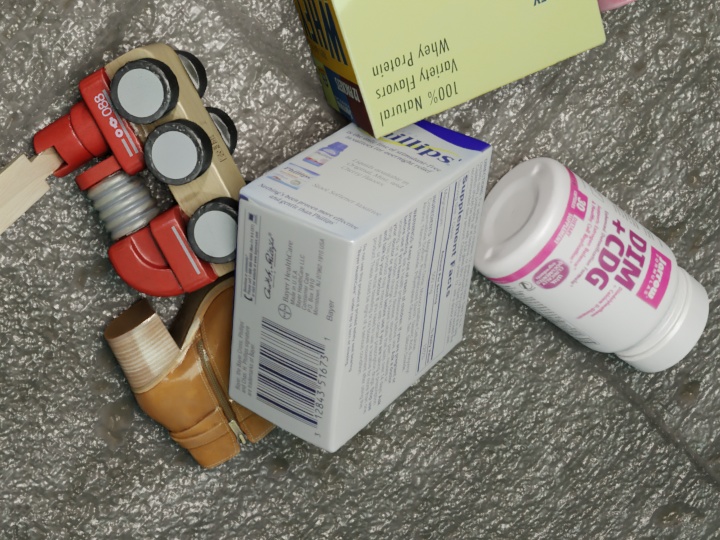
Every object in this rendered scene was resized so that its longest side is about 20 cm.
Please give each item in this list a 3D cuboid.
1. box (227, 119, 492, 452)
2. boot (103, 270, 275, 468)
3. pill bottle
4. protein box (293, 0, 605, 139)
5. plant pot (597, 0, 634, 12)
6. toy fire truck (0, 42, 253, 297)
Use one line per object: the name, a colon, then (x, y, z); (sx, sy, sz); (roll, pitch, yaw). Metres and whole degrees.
box: (0.000, 0.000, 1.026); (0.200, 0.104, 0.185); (-35, 140, -47)
boot: (-0.093, 0.062, 1.110); (0.199, 0.074, 0.155); (-30, 117, 2)
pill bottle: (0.199, 0.000, 1.157); (0.199, 0.113, 0.114); (33, 96, -25)
protein box: (0.049, -0.240, 1.011); (0.197, 0.135, 0.201); (-23, 114, -9)
plant pot: (0.230, -0.323, 1.023); (0.199, 0.200, 0.180); (-29, 100, -6)
toy fire truck: (-0.191, -0.051, 1.012); (0.199, 0.129, 0.177); (-26, 99, 16)
